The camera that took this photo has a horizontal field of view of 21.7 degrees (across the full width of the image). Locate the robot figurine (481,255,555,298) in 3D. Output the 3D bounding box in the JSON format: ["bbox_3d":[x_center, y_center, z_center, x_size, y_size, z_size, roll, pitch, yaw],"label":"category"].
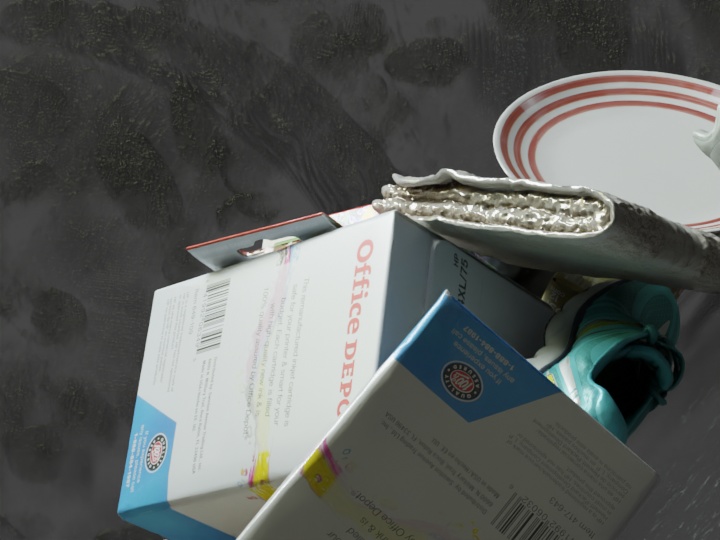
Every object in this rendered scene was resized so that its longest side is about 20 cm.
[{"bbox_3d":[0.116,0.043,1.282,0.125,0.150,0.200,-35,8,40],"label":"robot figurine"}]

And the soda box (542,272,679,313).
[{"bbox_3d":[0.176,-0.005,1.200,0.200,0.064,0.068,-45,-18,-47],"label":"soda box"}]

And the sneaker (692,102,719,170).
[{"bbox_3d":[0.253,-0.106,1.027,0.200,0.092,0.076,-46,-4,-39],"label":"sneaker"}]

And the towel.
[{"bbox_3d":[0.110,-0.022,1.024,0.199,0.132,0.035,9,85,51],"label":"towel"}]

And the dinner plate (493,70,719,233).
[{"bbox_3d":[0.183,-0.070,1.192,0.200,0.199,0.024,-47,-35,-48],"label":"dinner plate"}]

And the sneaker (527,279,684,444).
[{"bbox_3d":[0.140,0.058,1.012,0.079,0.078,0.200,-18,12,32],"label":"sneaker"}]

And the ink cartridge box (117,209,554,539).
[{"bbox_3d":[-0.012,0.080,1.075,0.199,0.146,0.148,-17,55,41],"label":"ink cartridge box"}]

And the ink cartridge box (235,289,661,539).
[{"bbox_3d":[0.014,0.136,0.850,0.200,0.128,0.125,-48,-3,-16],"label":"ink cartridge box"}]

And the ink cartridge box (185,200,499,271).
[{"bbox_3d":[0.000,0.000,1.136,0.108,0.200,0.051,-13,57,35],"label":"ink cartridge box"}]
